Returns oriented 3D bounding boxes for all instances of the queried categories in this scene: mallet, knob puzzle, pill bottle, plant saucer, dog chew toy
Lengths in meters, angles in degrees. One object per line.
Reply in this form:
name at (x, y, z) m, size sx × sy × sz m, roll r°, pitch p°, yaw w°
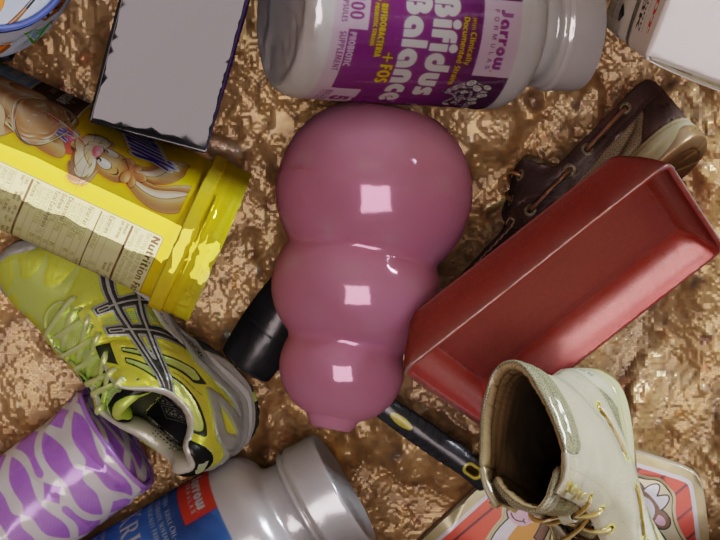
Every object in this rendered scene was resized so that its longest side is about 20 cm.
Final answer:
mallet at (-0.002, 0.089, 1.481) m, size 0.200 × 0.041 × 0.066 m, roll 42°, pitch 98°, yaw -9°
knob puzzle at (0.150, 0.203, 1.515) m, size 0.218 × 0.030 × 0.221 m, roll 0°, pitch 101°, yaw -1°
pill bottle at (-0.095, 0.190, 1.464) m, size 0.199 × 0.112 × 0.113 m, roll -31°, pitch 101°, yaw 4°
plant saucer at (0.124, 0.010, 1.411) m, size 0.199 × 0.200 × 0.037 m, roll -38°, pitch 67°, yaw 6°
pill bottle at (0.045, -0.156, 1.382) m, size 0.199 × 0.112 × 0.113 m, roll 1°, pitch 102°, yaw -20°
dog chew toy at (0.000, 0.000, 1.407) m, size 0.124 × 0.125 × 0.201 m, roll 10°, pitch 86°, yaw -4°

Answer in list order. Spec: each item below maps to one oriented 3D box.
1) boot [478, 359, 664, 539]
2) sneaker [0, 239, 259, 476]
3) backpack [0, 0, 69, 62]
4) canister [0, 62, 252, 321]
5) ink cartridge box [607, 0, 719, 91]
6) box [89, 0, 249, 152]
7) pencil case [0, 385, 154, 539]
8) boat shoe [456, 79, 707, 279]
boot at (0.134, 0.156, 1.413) m, size 0.072 × 0.154 × 0.201 m, roll -15°, pitch 78°, yaw 22°
sneaker at (-0.153, 0.051, 1.438) m, size 0.200 × 0.076 × 0.076 m, roll 37°, pitch 119°, yaw 3°
backpack at (-0.231, -0.228, 1.340) m, size 0.199 × 0.154 × 0.192 m, roll 16°, pitch 86°, yaw -4°
canister at (-0.176, -0.057, 1.394) m, size 0.199 × 0.149 × 0.087 m, roll 25°, pitch 102°, yaw -5°
ink cartridge box at (0.217, -0.190, 1.349) m, size 0.082 × 0.200 × 0.148 m, roll 19°, pitch 100°, yaw -5°
box at (-0.100, -0.186, 1.372) m, size 0.078 × 0.141 × 0.201 m, roll 15°, pitch 101°, yaw -8°
pencil case at (-0.232, 0.159, 1.474) m, size 0.199 × 0.084 × 0.086 m, roll -33°, pitch 56°, yaw 5°
boat shoe at (0.127, -0.045, 1.453) m, size 0.200 × 0.072 × 0.072 m, roll -41°, pitch 69°, yaw 15°
